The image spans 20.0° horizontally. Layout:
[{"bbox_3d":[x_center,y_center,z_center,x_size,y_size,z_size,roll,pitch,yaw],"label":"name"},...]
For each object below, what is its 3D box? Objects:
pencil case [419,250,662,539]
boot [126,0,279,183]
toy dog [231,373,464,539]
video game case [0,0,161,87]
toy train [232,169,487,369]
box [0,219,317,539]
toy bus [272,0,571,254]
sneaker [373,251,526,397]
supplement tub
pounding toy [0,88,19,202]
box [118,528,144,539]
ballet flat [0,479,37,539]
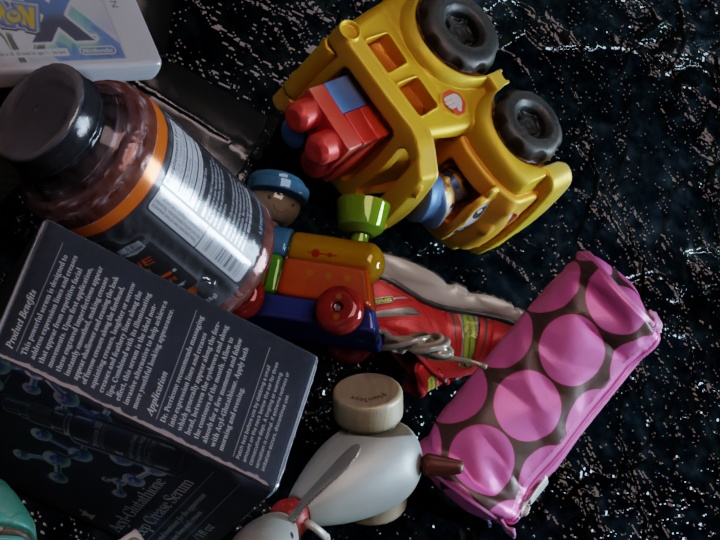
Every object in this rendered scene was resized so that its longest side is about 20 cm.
[{"bbox_3d":[0.130,0.086,1.444,0.093,0.091,0.201,36,86,28],"label":"pencil case"},{"bbox_3d":[-0.133,-0.138,1.488,0.162,0.073,0.199,32,60,-7],"label":"boot"},{"bbox_3d":[-0.001,0.155,1.348,0.096,0.133,0.201,7,48,26],"label":"toy dog"},{"bbox_3d":[-0.245,-0.196,1.316,0.199,0.022,0.183,-7,61,-35],"label":"video game case"},{"bbox_3d":[0.000,0.000,1.418,0.198,0.085,0.117,8,73,10],"label":"toy train"},{"bbox_3d":[-0.153,0.083,1.307,0.199,0.148,0.108,27,54,-12],"label":"box"},{"bbox_3d":[0.030,-0.095,1.495,0.192,0.136,0.201,-29,81,-47],"label":"toy bus"},{"bbox_3d":[0.063,0.057,1.501,0.199,0.077,0.086,22,76,-15],"label":"sneaker"},{"bbox_3d":[-0.149,-0.052,1.323,0.200,0.106,0.108,42,43,-46],"label":"supplement tub"},{"bbox_3d":[-0.322,-0.155,1.374,0.198,0.142,0.186,12,69,-24],"label":"pounding toy"},{"bbox_3d":[-0.186,0.261,1.246,0.199,0.060,0.117,-32,81,-37],"label":"box"},{"bbox_3d":[-0.298,0.156,1.251,0.198,0.068,0.071,2,39,-28],"label":"ballet flat"}]
